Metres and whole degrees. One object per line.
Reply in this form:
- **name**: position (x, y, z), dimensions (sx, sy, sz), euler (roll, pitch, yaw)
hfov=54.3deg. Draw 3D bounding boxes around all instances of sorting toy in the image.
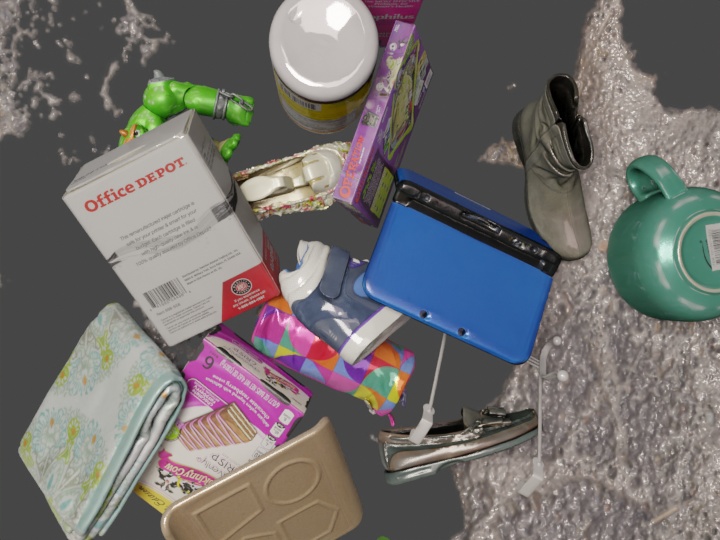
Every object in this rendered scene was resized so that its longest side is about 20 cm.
- **sorting toy**: position (-0.099, 0.263, 0.765), dimensions (0.197, 0.036, 0.188), euler (-29, 130, -15)

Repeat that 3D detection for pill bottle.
- **pill bottle**: position (-0.039, -0.213, 0.752), dimensions (0.106, 0.200, 0.113), euler (0, 89, -3)

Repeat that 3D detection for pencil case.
- **pencil case**: position (-0.030, 0.095, 0.805), dimensions (0.196, 0.088, 0.090), euler (28, 87, -1)

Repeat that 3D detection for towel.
- **towel**: position (-0.281, 0.158, 0.754), dimensions (0.170, 0.048, 0.203), euler (33, 90, 38)

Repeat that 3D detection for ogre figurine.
- **ogre figurine**: position (-0.215, -0.129, 0.795), dimensions (0.118, 0.099, 0.201), euler (30, 119, -14)

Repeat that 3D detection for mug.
- **mug**: position (0.369, -0.028, 0.818), dimensions (0.183, 0.114, 0.154), euler (35, 87, -3)

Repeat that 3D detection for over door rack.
- **over door rack**: position (0.151, 0.122, 0.778), dimensions (0.145, 0.067, 0.202), euler (26, 48, -3)

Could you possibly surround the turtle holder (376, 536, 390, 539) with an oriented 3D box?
- **turtle holder**: position (0.035, 0.396, 0.758), dimensions (0.182, 0.140, 0.136), euler (4, 107, 38)

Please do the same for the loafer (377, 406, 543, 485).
- **loafer**: position (0.115, 0.190, 0.820), dimensions (0.195, 0.072, 0.064), euler (-19, 84, -2)

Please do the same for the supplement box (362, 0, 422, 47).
- **supplement box**: position (0.012, -0.322, 0.758), dimensions (0.098, 0.200, 0.107), euler (-1, 88, -3)

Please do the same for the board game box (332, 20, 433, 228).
- **board game box**: position (0.029, -0.159, 0.797), dimensions (0.032, 0.120, 0.205), euler (19, 86, 14)

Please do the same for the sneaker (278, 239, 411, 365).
- **sneaker**: position (0.000, 0.000, 0.789), dimensions (0.146, 0.081, 0.199), euler (43, 49, 11)

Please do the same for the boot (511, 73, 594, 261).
- **boot**: position (0.230, -0.110, 0.802), dimensions (0.066, 0.131, 0.205), euler (-18, 90, -4)

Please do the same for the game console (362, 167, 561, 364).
- **game console**: position (0.108, -0.012, 0.784), dimensions (0.196, 0.171, 0.120), euler (25, 105, -6)

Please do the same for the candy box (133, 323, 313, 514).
- **candy box**: position (-0.162, 0.182, 0.777), dimensions (0.135, 0.061, 0.202), euler (35, 104, -1)

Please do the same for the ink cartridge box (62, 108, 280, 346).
- **ink cartridge box**: position (-0.190, -0.043, 0.743), dimensions (0.141, 0.084, 0.203), euler (-24, 121, 6)

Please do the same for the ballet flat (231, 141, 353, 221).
- **ballet flat**: position (-0.078, -0.101, 0.815), dimensions (0.195, 0.064, 0.077), euler (-21, 89, -5)
